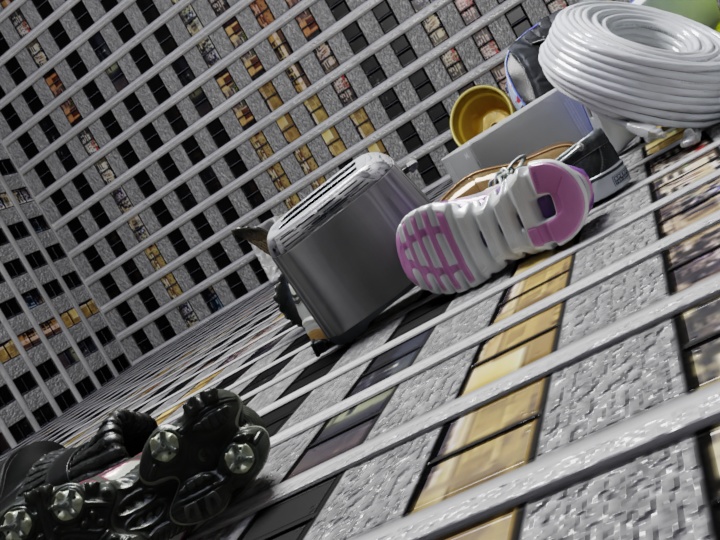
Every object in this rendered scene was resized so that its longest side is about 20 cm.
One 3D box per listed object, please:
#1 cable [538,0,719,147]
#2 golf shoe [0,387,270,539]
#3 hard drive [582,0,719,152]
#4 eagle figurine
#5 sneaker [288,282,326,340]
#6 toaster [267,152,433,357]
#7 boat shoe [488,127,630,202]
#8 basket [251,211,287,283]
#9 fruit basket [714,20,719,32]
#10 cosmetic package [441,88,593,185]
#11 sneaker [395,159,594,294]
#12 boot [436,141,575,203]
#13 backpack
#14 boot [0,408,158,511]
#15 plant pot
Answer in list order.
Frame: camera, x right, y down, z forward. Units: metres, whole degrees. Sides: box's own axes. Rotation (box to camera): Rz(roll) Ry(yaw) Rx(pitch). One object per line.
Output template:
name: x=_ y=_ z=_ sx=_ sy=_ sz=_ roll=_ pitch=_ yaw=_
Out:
cable: x=0.273 y=-0.205 z=0.858 sx=0.199 sy=0.198 sz=0.070 roll=-30 pitch=-39 yaw=-44
golf shoe: x=-0.138 y=0.150 z=0.512 sx=0.198 sy=0.078 sz=0.088 roll=-30 pitch=-16 yaw=-11
hard drive: x=0.332 y=-0.247 z=1.006 sx=0.199 sy=0.133 sz=0.025 roll=-42 pitch=32 yaw=-8
eagle figurine: x=-0.057 y=-0.018 z=1.157 sx=0.197 sy=0.154 sz=0.151 roll=-25 pitch=13 yaw=-22
sneaker: x=0.000 y=0.000 z=1.006 sx=0.075 sy=0.089 sz=0.199 roll=-28 pitch=4 yaw=45
toaster: x=-0.006 y=-0.023 z=0.874 sx=0.199 sy=0.130 sz=0.114 roll=-37 pitch=12 yaw=9
boat shoe: x=0.159 y=-0.073 z=0.846 sx=0.198 sy=0.069 sz=0.073 roll=-28 pitch=5 yaw=47
basket: x=-0.254 y=-0.095 z=3.025 sx=0.160 sy=0.203 sz=0.197 roll=-31 pitch=4 yaw=-40
fruit basket: x=0.479 y=-0.296 z=0.950 sx=0.216 sy=0.154 sz=0.218 roll=-48 pitch=-28 yaw=-36
cosmetic package: x=0.208 y=-0.142 z=1.050 sx=0.198 sy=0.108 sz=0.090 roll=-30 pitch=5 yaw=-17
sneaker: x=0.120 y=-0.040 z=0.760 sx=0.198 sy=0.082 sz=0.088 roll=-21 pitch=3 yaw=39
boot: x=0.153 y=-0.074 z=0.941 sx=0.198 sy=0.074 sz=0.076 roll=-28 pitch=15 yaw=15
backpack: x=0.308 y=-0.276 z=1.298 sx=0.198 sy=0.193 sz=0.154 roll=-30 pitch=-12 yaw=-1
boot: x=-0.233 y=0.169 z=0.737 sx=0.157 sy=0.080 sz=0.211 roll=-38 pitch=15 yaw=-1
plant pot: x=0.385 y=-0.435 z=2.618 sx=0.199 sy=0.204 sz=0.188 roll=-29 pitch=-11 yaw=21
